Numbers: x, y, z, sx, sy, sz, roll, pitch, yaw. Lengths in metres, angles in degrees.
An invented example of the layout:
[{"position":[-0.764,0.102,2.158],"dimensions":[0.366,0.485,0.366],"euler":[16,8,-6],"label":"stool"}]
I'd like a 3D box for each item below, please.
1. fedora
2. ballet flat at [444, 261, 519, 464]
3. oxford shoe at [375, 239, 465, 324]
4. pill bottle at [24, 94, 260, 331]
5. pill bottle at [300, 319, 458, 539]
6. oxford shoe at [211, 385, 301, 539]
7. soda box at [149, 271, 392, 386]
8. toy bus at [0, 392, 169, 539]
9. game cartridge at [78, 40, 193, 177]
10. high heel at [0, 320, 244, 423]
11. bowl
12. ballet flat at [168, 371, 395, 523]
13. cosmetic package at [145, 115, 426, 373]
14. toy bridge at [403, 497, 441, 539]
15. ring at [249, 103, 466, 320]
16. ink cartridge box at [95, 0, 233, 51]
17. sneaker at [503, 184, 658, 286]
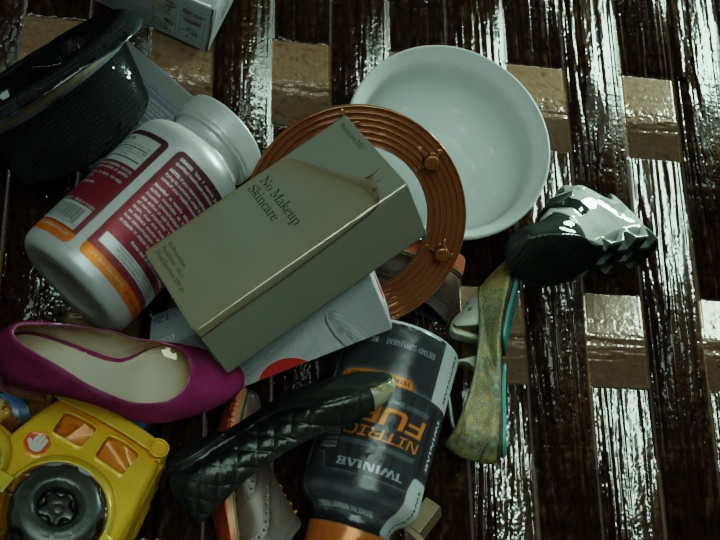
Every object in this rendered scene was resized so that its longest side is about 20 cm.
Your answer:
[{"position":[-0.257,-0.139,0.977],"dimensions":[0.201,0.200,0.092],"euler":[-44,117,-22],"label":"fedora"},{"position":[0.110,0.078,1.049],"dimensions":[0.070,0.071,0.202],"euler":[11,68,-9],"label":"ballet flat"},{"position":[0.000,0.000,1.047],"dimensions":[0.198,0.071,0.073],"euler":[12,73,-8],"label":"oxford shoe"},{"position":[-0.180,-0.054,0.968],"dimensions":[0.113,0.113,0.200],"euler":[40,68,4],"label":"pill bottle"},{"position":[0.012,0.152,0.974],"dimensions":[0.105,0.106,0.201],"euler":[19,68,-5],"label":"pill bottle"},{"position":[-0.090,0.197,0.958],"dimensions":[0.072,0.071,0.202],"euler":[5,73,-16],"label":"oxford shoe"},{"position":[-0.077,0.045,0.966],"dimensions":[0.199,0.064,0.069],"euler":[-21,118,4],"label":"soda box"},{"position":[-0.251,0.146,0.913],"dimensions":[0.199,0.136,0.193],"euler":[29,54,2],"label":"toy bus"},{"position":[-0.217,-0.134,1.066],"dimensions":[0.200,0.038,0.130],"euler":[41,63,4],"label":"game cartridge"},{"position":[-0.179,0.070,0.866],"dimensions":[0.198,0.096,0.068],"euler":[10,63,-17],"label":"high heel"},{"position":[0.075,-0.108,1.091],"dimensions":[0.199,0.090,0.203],"euler":[4,69,-11],"label":"bowl"},{"position":[-0.060,0.136,0.913],"dimensions":[0.199,0.066,0.057],"euler":[-25,100,-8],"label":"ballet flat"},{"position":[-0.059,-0.022,0.907],"dimensions":[0.199,0.073,0.104],"euler":[-36,54,-6],"label":"cosmetic package"},{"position":[0.116,0.279,0.960],"dimensions":[0.199,0.027,0.067],"euler":[34,66,22],"label":"toy bridge"},{"position":[-0.004,-0.045,0.994],"dimensions":[0.199,0.019,0.202],"euler":[-2,104,-7],"label":"ring"},{"position":[-0.204,-0.344,1.116],"dimensions":[0.199,0.084,0.177],"euler":[24,67,-4],"label":"ink cartridge box"},{"position":[0.197,-0.040,1.091],"dimensions":[0.199,0.074,0.089],"euler":[-3,53,-43],"label":"sneaker"}]
